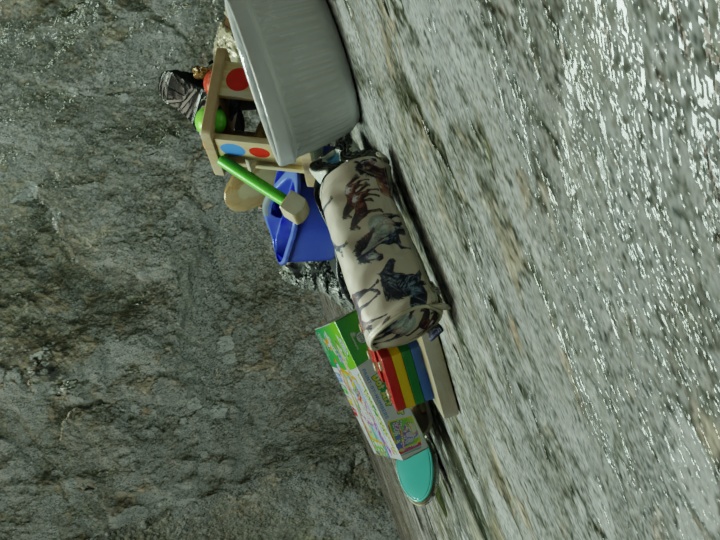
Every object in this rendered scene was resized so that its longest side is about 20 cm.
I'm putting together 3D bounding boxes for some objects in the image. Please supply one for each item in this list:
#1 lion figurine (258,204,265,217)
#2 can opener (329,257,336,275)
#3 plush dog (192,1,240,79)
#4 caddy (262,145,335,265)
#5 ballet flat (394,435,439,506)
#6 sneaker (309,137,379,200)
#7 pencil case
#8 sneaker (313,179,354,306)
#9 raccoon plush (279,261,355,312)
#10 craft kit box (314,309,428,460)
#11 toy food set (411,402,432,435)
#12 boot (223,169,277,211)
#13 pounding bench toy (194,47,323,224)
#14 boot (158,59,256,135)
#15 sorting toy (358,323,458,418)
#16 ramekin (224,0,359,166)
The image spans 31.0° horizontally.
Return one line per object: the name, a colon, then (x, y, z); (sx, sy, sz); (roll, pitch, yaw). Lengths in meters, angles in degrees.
lion figurine: (-0.110, -0.149, 2.050); (0.123, 0.072, 0.200); (-69, 13, -14)
can opener: (0.000, 0.000, 1.808); (0.200, 0.052, 0.067); (-121, 32, -64)
plush dog: (-0.163, -0.360, 1.924); (0.200, 0.159, 0.173); (-116, 32, -61)
caddy: (-0.084, -0.093, 1.813); (0.200, 0.104, 0.142); (112, 155, -58)
ballet flat: (0.081, 0.263, 1.922); (0.072, 0.072, 0.201); (77, 173, -52)
sneaker: (0.004, -0.085, 1.456); (0.090, 0.078, 0.200); (53, -174, -21)
pencil case: (0.021, -0.022, 1.289); (0.078, 0.089, 0.201); (53, -164, -61)
sneaker: (-0.001, -0.048, 1.692); (0.083, 0.071, 0.201); (-47, -57, -71)
raccoon plush: (-0.039, 0.040, 1.924); (0.097, 0.133, 0.201); (82, 169, -62)
craft kit box: (0.011, 0.154, 1.744); (0.201, 0.048, 0.197); (64, 166, 1)
toy food set: (0.039, 0.126, 1.809); (0.144, 0.060, 0.201); (-122, 13, -73)
boot: (-0.136, -0.181, 1.952); (0.071, 0.201, 0.144); (42, -176, -23)
pounding bench toy: (-0.133, -0.163, 1.660); (0.124, 0.155, 0.201); (81, -165, -68)
boot: (-0.196, -0.259, 1.990); (0.198, 0.162, 0.074); (37, 123, 33)
sorting toy: (0.034, 0.051, 1.503); (0.200, 0.069, 0.200); (-118, 11, -68)
ramekin: (-0.074, -0.229, 1.473); (0.200, 0.105, 0.201); (161, 90, -86)
